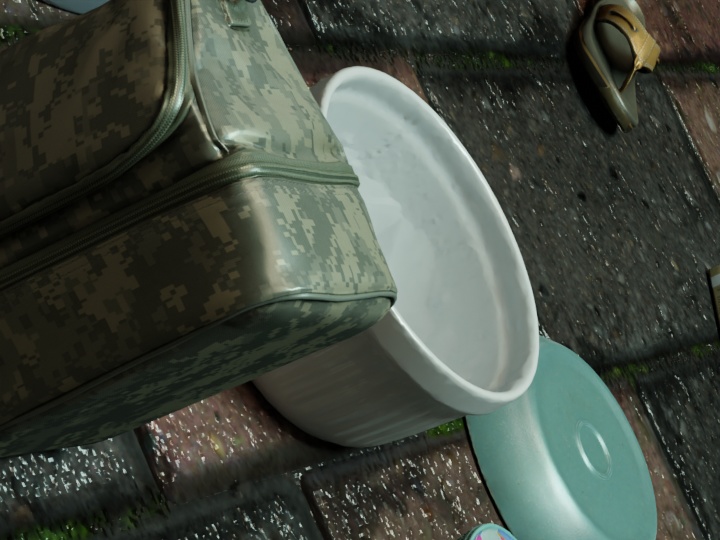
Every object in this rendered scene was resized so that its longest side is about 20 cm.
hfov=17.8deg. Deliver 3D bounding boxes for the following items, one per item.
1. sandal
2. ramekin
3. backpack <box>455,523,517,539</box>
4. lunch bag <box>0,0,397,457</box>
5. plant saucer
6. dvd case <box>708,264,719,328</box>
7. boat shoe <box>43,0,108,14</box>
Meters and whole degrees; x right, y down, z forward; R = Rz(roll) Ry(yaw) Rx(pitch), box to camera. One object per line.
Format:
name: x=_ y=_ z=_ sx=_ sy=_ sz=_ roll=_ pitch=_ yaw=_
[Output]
sandal: x=0.221 y=-0.185 z=1.892 sx=0.082 sy=0.054 sz=0.200 roll=53 pitch=27 yaw=-16
ramekin: x=0.000 y=0.000 z=1.252 sx=0.200 sy=0.105 sz=0.201 roll=43 pitch=31 yaw=-34
backpack: x=0.080 y=0.226 z=1.131 sx=0.200 sy=0.153 sz=0.177 roll=39 pitch=39 yaw=-27
lunch bag: x=-0.108 y=-0.027 z=0.983 sx=0.139 sy=0.199 sz=0.169 roll=4 pitch=64 yaw=-63
plant saucer: x=0.136 y=0.120 z=1.461 sx=0.200 sy=0.036 sz=0.201 roll=43 pitch=31 yaw=-34
dvd case: x=0.342 y=0.108 z=1.869 sx=0.148 sy=0.016 sz=0.201 roll=38 pitch=34 yaw=-39
boat shoe: x=-0.129 y=-0.189 z=1.237 sx=0.202 sy=0.074 sz=0.087 roll=9 pitch=57 yaw=-61
